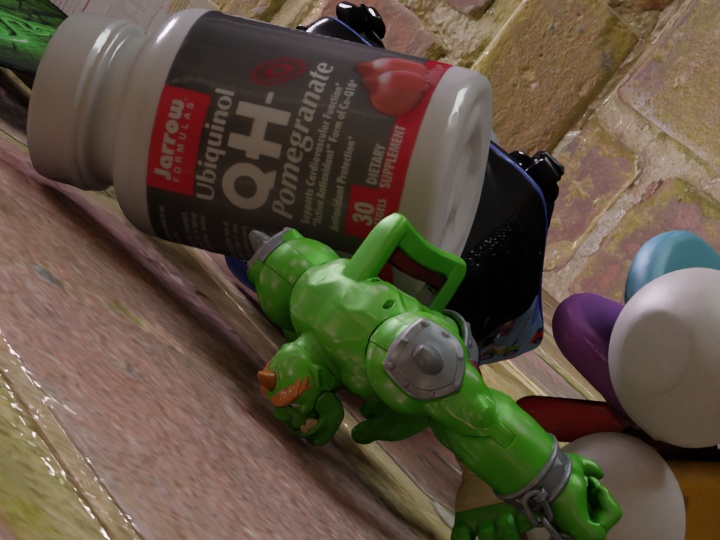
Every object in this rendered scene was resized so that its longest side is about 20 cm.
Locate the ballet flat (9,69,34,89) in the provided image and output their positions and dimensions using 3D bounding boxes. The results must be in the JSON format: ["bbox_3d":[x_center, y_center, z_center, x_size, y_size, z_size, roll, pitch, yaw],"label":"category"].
[{"bbox_3d":[-0.189,-0.120,1.209,0.200,0.046,0.067,36,18,35],"label":"ballet flat"}]

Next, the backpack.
[{"bbox_3d":[0.012,-0.014,1.134,0.183,0.135,0.200,42,-18,25],"label":"backpack"}]

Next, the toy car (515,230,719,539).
[{"bbox_3d":[0.150,0.069,1.044,0.175,0.200,0.150,10,20,-48],"label":"toy car"}]

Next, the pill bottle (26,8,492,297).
[{"bbox_3d":[-0.047,-0.060,0.983,0.200,0.111,0.111,14,0,12],"label":"pill bottle"}]

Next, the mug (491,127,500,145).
[{"bbox_3d":[0.007,-0.076,1.506,0.200,0.148,0.175,23,-7,7],"label":"mug"}]

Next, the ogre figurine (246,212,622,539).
[{"bbox_3d":[0.016,0.041,0.894,0.120,0.098,0.200,49,9,-37],"label":"ogre figurine"}]

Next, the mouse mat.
[{"bbox_3d":[-0.209,-0.139,1.122,0.200,0.008,0.161,11,22,-47],"label":"mouse mat"}]

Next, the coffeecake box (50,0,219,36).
[{"bbox_3d":[-0.214,-0.200,1.356,0.153,0.073,0.200,24,-6,42],"label":"coffeecake box"}]
